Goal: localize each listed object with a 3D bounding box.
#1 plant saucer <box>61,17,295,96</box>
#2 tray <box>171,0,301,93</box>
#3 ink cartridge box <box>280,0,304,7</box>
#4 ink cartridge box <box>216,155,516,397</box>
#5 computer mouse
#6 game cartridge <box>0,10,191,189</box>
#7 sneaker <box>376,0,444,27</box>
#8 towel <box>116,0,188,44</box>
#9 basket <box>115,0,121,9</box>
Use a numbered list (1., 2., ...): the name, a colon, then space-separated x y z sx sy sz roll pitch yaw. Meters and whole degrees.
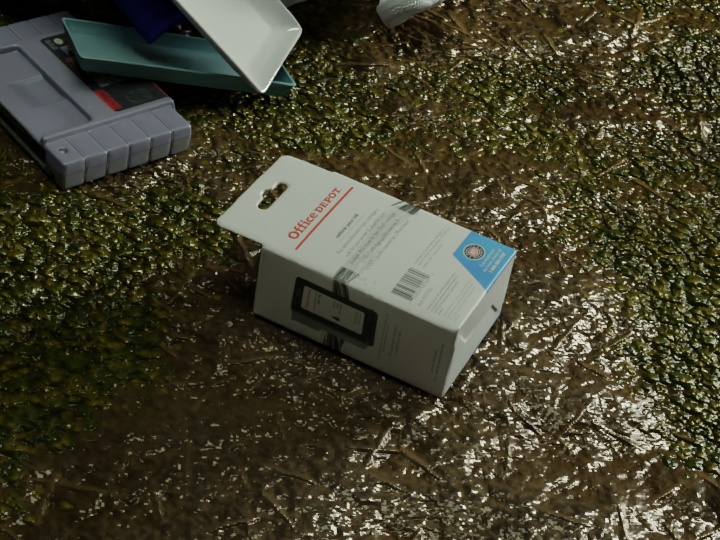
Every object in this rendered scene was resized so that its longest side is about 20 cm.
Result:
1. plant saucer: -0.156 -0.180 1.449 0.198 0.019 0.070 5 32 -30
2. tray: -0.136 -0.246 1.436 0.200 0.022 0.108 47 40 -19
3. ink cartridge box: -0.033 -0.347 1.574 0.144 0.084 0.201 -13 39 43
4. ink cartridge box: 0.000 0.000 1.257 0.198 0.068 0.116 24 40 16
5. computer mouse: -0.241 -0.244 1.512 0.198 0.034 0.059 18 6 7
6. game cartridge: -0.244 -0.149 1.412 0.129 0.039 0.200 -25 50 -31
7. sneaker: 0.048 -0.312 1.611 0.116 0.075 0.200 58 36 -13
8. towel: -0.195 -0.306 1.456 0.201 0.049 0.148 53 36 -10
9. basket: -0.207 -0.345 1.594 0.176 0.139 0.201 -35 91 -41
